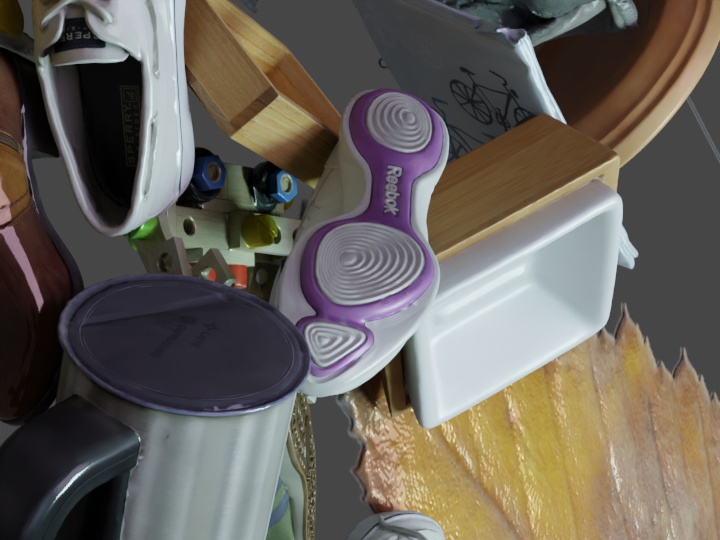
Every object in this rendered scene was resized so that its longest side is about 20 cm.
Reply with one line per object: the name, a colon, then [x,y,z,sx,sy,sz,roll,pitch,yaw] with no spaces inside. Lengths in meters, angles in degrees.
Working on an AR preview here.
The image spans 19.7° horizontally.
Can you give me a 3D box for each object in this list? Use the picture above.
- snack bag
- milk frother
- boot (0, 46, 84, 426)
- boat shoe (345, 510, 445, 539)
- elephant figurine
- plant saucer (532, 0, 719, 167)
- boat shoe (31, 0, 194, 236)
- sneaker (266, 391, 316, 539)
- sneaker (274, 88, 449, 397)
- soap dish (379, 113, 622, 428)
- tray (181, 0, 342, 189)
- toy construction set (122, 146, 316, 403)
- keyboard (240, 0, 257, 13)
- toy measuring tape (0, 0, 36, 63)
snack bag: [0.076,-0.100,1.275,0.021,0.188,0.200,-43,130,-14]
milk frother: [-0.067,0.136,0.934,0.181,0.199,0.189,-53,158,-59]
boot: [-0.212,-0.032,0.928,0.200,0.068,0.189,15,73,-54]
boat shoe: [0.021,0.187,1.220,0.202,0.086,0.075,-13,97,-61]
elephant figurine: [0.118,-0.195,1.325,0.142,0.199,0.156,55,43,-35]
plant saucer: [0.159,-0.132,1.393,0.037,0.200,0.201,40,50,-21]
boat shoe: [-0.124,-0.114,0.976,0.066,0.072,0.201,-55,146,-63]
sneaker: [-0.072,0.103,1.116,0.200,0.089,0.067,85,6,-64]
sneaker: [0.000,0.000,1.051,0.200,0.075,0.100,-71,-178,-45]
soap dish: [0.073,0.001,1.226,0.081,0.157,0.200,57,-11,23]
tray: [-0.054,-0.097,1.107,0.099,0.037,0.200,52,6,16]
toy construction set: [-0.070,0.003,1.125,0.200,0.092,0.132,13,74,-66]
keyboard: [-0.102,-0.200,1.080,0.127,0.021,0.200,60,3,5]
toy measuring tape: [-0.180,-0.146,1.001,0.200,0.073,0.074,24,65,-63]
